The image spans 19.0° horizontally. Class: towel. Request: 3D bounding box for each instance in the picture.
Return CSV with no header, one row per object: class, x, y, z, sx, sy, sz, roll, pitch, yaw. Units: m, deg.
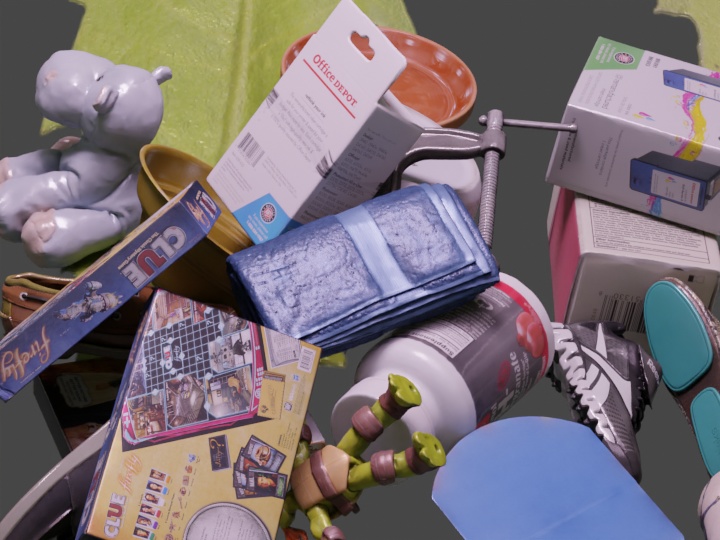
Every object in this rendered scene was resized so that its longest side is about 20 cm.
towel,0.000,0.000,1.700,0.199,0.049,0.112,-21,63,-14

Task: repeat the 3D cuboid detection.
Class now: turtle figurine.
turtle figurine,-0.015,0.160,1.608,0.161,0.064,0.201,-32,48,18

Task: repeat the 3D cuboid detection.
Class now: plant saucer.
plant saucer,0.017,-0.184,2.168,0.199,0.032,0.201,6,36,-4

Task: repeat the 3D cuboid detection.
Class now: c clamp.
c clamp,0.083,-0.059,1.789,0.170,0.027,0.201,8,55,9

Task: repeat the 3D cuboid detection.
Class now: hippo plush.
hippo plush,-0.235,-0.100,1.876,0.199,0.162,0.159,26,38,22

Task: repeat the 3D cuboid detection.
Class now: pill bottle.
pill bottle,0.064,0.089,1.728,0.110,0.111,0.200,27,39,23

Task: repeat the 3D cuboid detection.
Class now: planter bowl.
planter bowl,-0.127,-0.013,1.819,0.200,0.084,0.201,36,15,-11

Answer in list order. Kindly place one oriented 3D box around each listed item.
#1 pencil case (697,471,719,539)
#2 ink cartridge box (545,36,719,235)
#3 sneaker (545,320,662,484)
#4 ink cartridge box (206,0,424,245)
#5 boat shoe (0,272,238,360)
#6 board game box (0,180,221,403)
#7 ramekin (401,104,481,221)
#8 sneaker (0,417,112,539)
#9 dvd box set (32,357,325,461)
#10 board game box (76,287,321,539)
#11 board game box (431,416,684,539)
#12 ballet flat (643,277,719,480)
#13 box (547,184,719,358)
pencil case,0.312,0.227,1.620,0.089,0.078,0.200,-13,36,4
ink cartridge box,0.281,-0.115,1.898,0.199,0.088,0.145,19,35,9
sneaker,0.212,0.102,1.772,0.090,0.067,0.200,-13,36,-5
ink cartridge box,-0.027,-0.112,1.795,0.067,0.200,0.116,25,19,-45
boat shoe,-0.195,0.033,1.739,0.199,0.068,0.072,-2,10,1
board game box,-0.197,0.014,1.641,0.035,0.200,0.136,50,7,-6
ramekin,0.017,-0.078,1.917,0.201,0.095,0.203,22,28,-12
sneaker,-0.188,0.185,1.570,0.106,0.075,0.200,47,62,1
dvd box set,-0.145,0.116,1.710,0.199,0.030,0.147,-7,38,-22
board game box,-0.115,0.126,1.560,0.135,0.035,0.201,21,60,-12
board game box,0.149,0.202,1.649,0.157,0.039,0.200,-23,59,-32
ballet flat,0.296,0.099,1.794,0.075,0.068,0.201,13,47,-42
box,0.241,-0.022,1.926,0.127,0.109,0.200,8,35,-3
